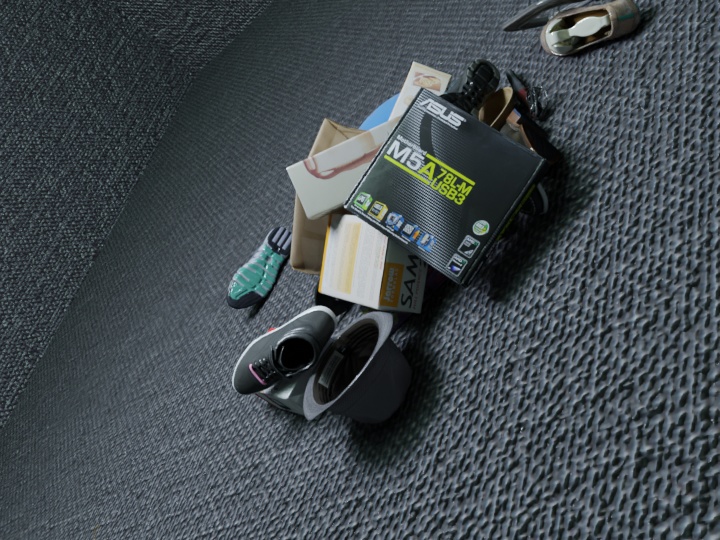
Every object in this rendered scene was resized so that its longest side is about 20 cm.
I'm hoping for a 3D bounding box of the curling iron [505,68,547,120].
[{"bbox_3d":[0.259,-0.282,1.479,0.200,0.026,0.050,-100,14,-64],"label":"curling iron"}]

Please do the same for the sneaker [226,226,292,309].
[{"bbox_3d":[-0.204,0.005,1.900,0.200,0.074,0.088,-54,8,-25],"label":"sneaker"}]

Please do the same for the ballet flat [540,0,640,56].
[{"bbox_3d":[0.322,-0.360,1.409,0.067,0.068,0.200,-26,9,-30],"label":"ballet flat"}]

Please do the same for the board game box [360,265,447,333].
[{"bbox_3d":[0.079,0.008,1.410,0.200,0.032,0.120,-46,22,16],"label":"board game box"}]

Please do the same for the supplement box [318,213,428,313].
[{"bbox_3d":[0.019,-0.014,1.374,0.200,0.073,0.126,13,95,63],"label":"supplement box"}]

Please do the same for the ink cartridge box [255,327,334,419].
[{"bbox_3d":[-0.106,0.157,1.488,0.200,0.067,0.116,1,57,61],"label":"ink cartridge box"}]

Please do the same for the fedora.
[{"bbox_3d":[0.007,0.145,1.267,0.177,0.090,0.200,-50,15,0],"label":"fedora"}]

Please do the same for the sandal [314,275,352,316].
[{"bbox_3d":[0.000,-0.001,1.508,0.200,0.075,0.048,-48,27,9],"label":"sandal"}]

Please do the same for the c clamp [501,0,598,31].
[{"bbox_3d":[0.321,-0.409,1.477,0.171,0.027,0.200,-17,3,-23],"label":"c clamp"}]

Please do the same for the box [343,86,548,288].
[{"bbox_3d":[0.110,-0.109,1.236,0.193,0.200,0.048,-56,-19,3],"label":"box"}]

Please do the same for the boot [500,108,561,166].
[{"bbox_3d":[0.222,-0.155,1.333,0.097,0.075,0.200,-53,12,20],"label":"boot"}]

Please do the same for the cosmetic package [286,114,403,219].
[{"bbox_3d":[0.001,-0.156,1.429,0.200,0.087,0.103,-24,2,5],"label":"cosmetic package"}]

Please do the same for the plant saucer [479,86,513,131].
[{"bbox_3d":[0.174,-0.205,1.490,0.200,0.035,0.200,-43,15,14],"label":"plant saucer"}]

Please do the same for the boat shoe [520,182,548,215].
[{"bbox_3d":[0.171,-0.133,1.284,0.060,0.076,0.200,-30,53,-19],"label":"boat shoe"}]

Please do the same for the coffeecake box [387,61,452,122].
[{"bbox_3d":[0.079,-0.220,1.588,0.154,0.073,0.200,104,-173,-59],"label":"coffeecake box"}]

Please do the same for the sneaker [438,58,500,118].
[{"bbox_3d":[0.154,-0.251,1.493,0.200,0.075,0.079,-48,-1,-34],"label":"sneaker"}]

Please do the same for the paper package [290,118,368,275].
[{"bbox_3d":[-0.045,-0.121,1.615,0.200,0.103,0.191,99,-174,-51],"label":"paper package"}]

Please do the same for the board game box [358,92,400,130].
[{"bbox_3d":[0.062,-0.261,1.808,0.158,0.039,0.200,-45,29,4],"label":"board game box"}]

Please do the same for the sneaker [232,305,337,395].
[{"bbox_3d":[-0.124,0.130,1.362,0.200,0.071,0.099,-37,7,22],"label":"sneaker"}]
